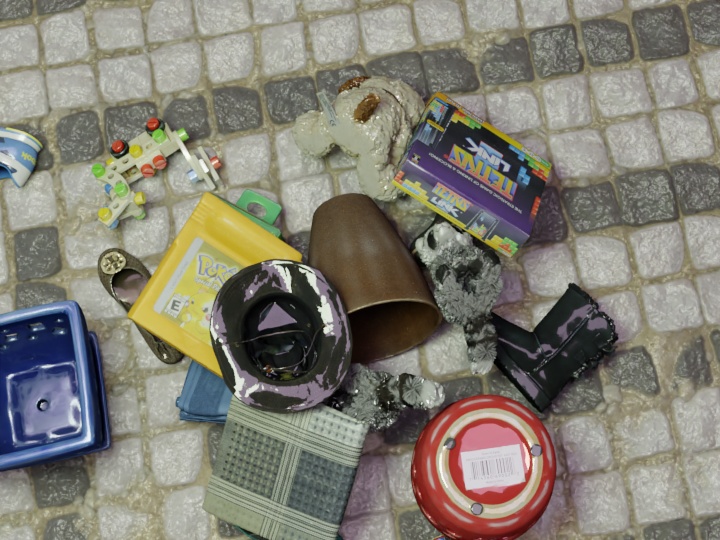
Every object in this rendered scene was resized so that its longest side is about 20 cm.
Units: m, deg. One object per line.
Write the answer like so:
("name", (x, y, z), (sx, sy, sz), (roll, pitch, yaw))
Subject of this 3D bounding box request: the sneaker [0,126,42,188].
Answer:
("sneaker", (-0.577, -0.174, 1.817), (0.197, 0.074, 0.083), (9, 78, 5))

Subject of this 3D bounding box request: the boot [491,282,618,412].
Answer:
("boot", (0.256, 0.083, 1.731), (0.162, 0.073, 0.199), (-42, 85, -7))

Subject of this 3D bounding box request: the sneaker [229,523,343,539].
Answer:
("sneaker", (-0.110, 0.353, 1.666), (0.198, 0.080, 0.072), (24, 77, 7))

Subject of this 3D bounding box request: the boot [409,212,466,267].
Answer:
("boot", (0.118, -0.108, 1.789), (0.199, 0.078, 0.139), (-36, 73, -21))

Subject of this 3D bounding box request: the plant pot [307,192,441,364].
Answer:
("plant pot", (0.000, 0.000, 1.717), (0.184, 0.187, 0.202), (-14, 63, -2))

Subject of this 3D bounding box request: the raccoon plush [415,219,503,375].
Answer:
("raccoon plush", (0.125, 0.031, 1.680), (0.095, 0.134, 0.203), (-3, 110, -17))

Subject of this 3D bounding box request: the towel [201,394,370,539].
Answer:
("towel", (-0.100, 0.257, 1.605), (0.198, 0.034, 0.195), (18, 96, 18))

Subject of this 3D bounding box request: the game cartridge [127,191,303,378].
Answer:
("game cartridge", (-0.188, 0.024, 1.645), (0.175, 0.032, 0.201), (32, 79, -8))

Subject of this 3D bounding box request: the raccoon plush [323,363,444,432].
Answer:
("raccoon plush", (0.044, 0.187, 1.648), (0.198, 0.134, 0.098), (9, 83, 33))

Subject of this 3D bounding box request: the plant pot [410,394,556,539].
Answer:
("plant pot", (0.166, 0.261, 1.634), (0.197, 0.183, 0.203), (0, 73, 1))

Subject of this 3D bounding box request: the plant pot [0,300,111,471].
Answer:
("plant pot", (-0.448, 0.171, 1.671), (0.197, 0.180, 0.203), (-11, 76, -2))

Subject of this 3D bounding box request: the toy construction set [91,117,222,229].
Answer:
("toy construction set", (-0.305, -0.145, 1.792), (0.198, 0.093, 0.132), (-23, 52, -12))

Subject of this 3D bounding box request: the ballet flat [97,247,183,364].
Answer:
("ballet flat", (-0.317, 0.048, 1.767), (0.067, 0.046, 0.201), (-32, 77, -7))

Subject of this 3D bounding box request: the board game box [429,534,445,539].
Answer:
("board game box", (0.045, 0.464, 1.653), (0.198, 0.046, 0.153), (-19, 76, -3))

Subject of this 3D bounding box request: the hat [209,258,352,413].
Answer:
("hat", (-0.102, 0.090, 1.598), (0.198, 0.081, 0.203), (1, 77, -3))

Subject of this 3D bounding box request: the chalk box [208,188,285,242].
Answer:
("chalk box", (-0.184, -0.023, 1.741), (0.123, 0.124, 0.202), (26, 78, 7))

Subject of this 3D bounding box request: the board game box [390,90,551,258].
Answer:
("board game box", (0.157, -0.135, 1.695), (0.199, 0.057, 0.166), (31, 44, -7))

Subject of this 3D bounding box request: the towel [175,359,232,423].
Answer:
("towel", (-0.155, 0.163, 1.698), (0.198, 0.049, 0.113), (1, 55, 27))

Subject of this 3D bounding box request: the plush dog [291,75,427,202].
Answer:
("plush dog", (0.023, -0.225, 1.782), (0.199, 0.161, 0.172), (32, 42, 10))
